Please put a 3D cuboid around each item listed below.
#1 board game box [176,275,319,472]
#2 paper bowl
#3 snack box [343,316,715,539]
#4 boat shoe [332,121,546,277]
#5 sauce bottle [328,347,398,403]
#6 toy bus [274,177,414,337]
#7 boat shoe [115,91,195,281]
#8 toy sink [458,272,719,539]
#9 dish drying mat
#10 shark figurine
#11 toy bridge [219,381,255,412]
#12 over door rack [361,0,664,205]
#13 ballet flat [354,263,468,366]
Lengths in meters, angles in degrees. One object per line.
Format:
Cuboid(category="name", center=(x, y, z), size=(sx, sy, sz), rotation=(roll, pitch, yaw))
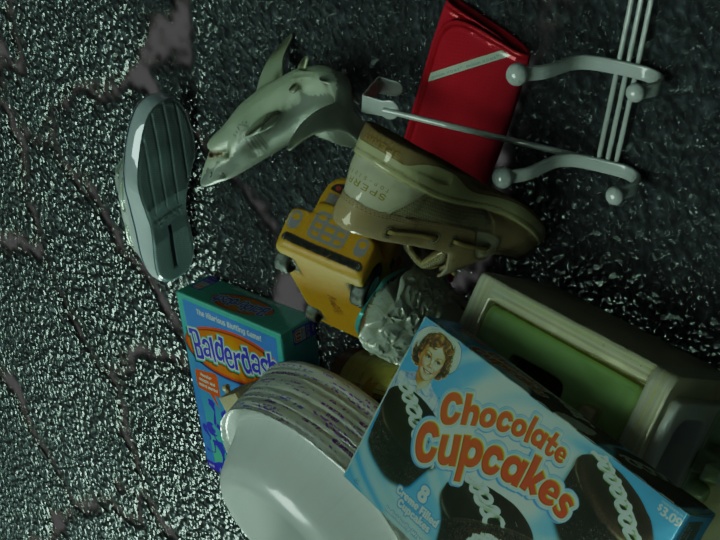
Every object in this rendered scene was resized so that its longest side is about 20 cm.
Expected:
Cuboid(category="board game box", center=(-0.097, 0.119, 1.079), size=(0.152, 0.045, 0.201), rotation=(18, 123, 42))
Cuboid(category="paper bowl", center=(-0.033, 0.178, 0.916), size=(0.200, 0.104, 0.201), rotation=(33, 149, 23))
Cuboid(category="snack box", center=(0.085, 0.125, 0.645), size=(0.200, 0.037, 0.117), rotation=(36, 105, 39))
Cuboid(category="boat shoe", center=(0.048, -0.033, 0.708), size=(0.071, 0.200, 0.065), rotation=(34, 98, 36))
Cuboid(category="sauce bottle", center=(0.058, 0.102, 0.874), size=(0.199, 0.066, 0.066), rotation=(7, 116, 48))
Cuboid(category="toy bus", center=(0.000, 0.000, 0.788), size=(0.065, 0.079, 0.200), rotation=(24, 165, 15))
Cuboid(category="boat shoe", center=(-0.199, -0.079, 1.057), size=(0.067, 0.073, 0.201), rotation=(32, 133, 30))
Cuboid(category="toy sink", center=(0.147, 0.103, 0.694), size=(0.200, 0.112, 0.131), rotation=(31, 102, 35))
Cuboid(category="dish drying mat", center=(0.061, -0.084, 0.799), size=(0.077, 0.018, 0.201), rotation=(38, 135, 23))
Cuboid(category="shark figurine", center=(-0.027, -0.109, 0.839), size=(0.089, 0.129, 0.214), rotation=(37, 162, -27))
Cuboid(category="toy bridge", center=(-0.079, 0.194, 1.044), size=(0.067, 0.027, 0.201), rotation=(-23, 94, 52))
Cuboid(category="over door rack", center=(0.081, -0.133, 0.685), size=(0.199, 0.067, 0.149), rotation=(23, 127, 25))
Cuboid(category="ballet flat", center=(0.054, 0.036, 0.772), size=(0.071, 0.200, 0.072), rotation=(-1, 87, 15))
